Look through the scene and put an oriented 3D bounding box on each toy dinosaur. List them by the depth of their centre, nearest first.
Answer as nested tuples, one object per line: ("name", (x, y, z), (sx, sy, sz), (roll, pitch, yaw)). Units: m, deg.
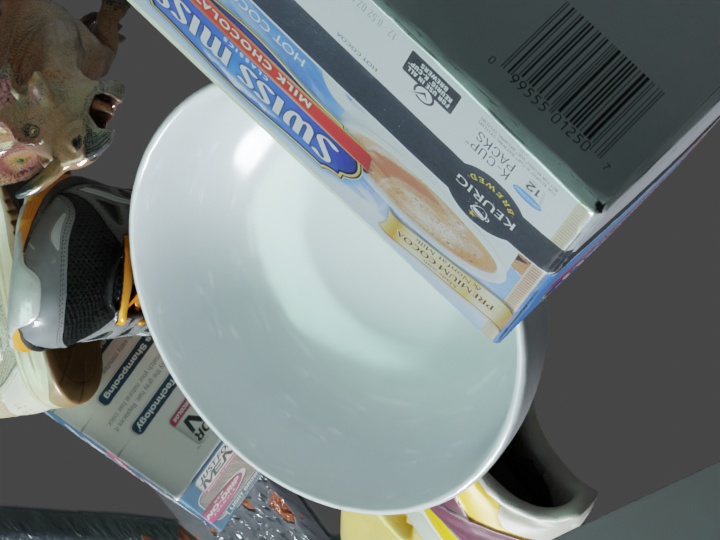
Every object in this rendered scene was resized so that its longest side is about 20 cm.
("toy dinosaur", (-0.158, -0.073, 1.271), (0.086, 0.136, 0.200), (20, 156, -10))

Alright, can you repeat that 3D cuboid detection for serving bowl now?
("serving bowl", (0.000, 0.000, 1.208), (0.200, 0.066, 0.201), (17, 122, 30))

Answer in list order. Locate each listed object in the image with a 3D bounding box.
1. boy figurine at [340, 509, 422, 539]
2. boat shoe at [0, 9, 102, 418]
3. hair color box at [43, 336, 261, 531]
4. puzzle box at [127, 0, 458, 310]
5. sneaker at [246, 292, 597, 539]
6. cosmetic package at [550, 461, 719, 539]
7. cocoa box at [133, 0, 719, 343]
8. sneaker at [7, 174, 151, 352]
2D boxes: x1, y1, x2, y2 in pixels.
("boy figurine", (0.035, 0.129, 1.392), (0.200, 0.064, 0.124), (44, 156, 5))
("boat shoe", (-0.180, -0.028, 1.392), (0.065, 0.072, 0.201), (-12, 91, 27))
("hair color box", (-0.124, 0.036, 1.442), (0.200, 0.100, 0.061), (32, 172, 29))
("puzzle box", (-0.004, -0.081, 1.065), (0.200, 0.133, 0.025), (43, 120, 4))
("sneaker", (0.026, 0.049, 1.291), (0.200, 0.075, 0.090), (45, 142, -5))
("cosmetic package", (0.166, 0.215, 1.139), (0.200, 0.123, 0.200), (59, -166, -26))
("cocoa box", (0.031, -0.102, 0.957), (0.200, 0.133, 0.131), (44, 156, 5))
("sneaker", (-0.099, -0.003, 1.304), (0.077, 0.200, 0.078), (12, 103, 19))
